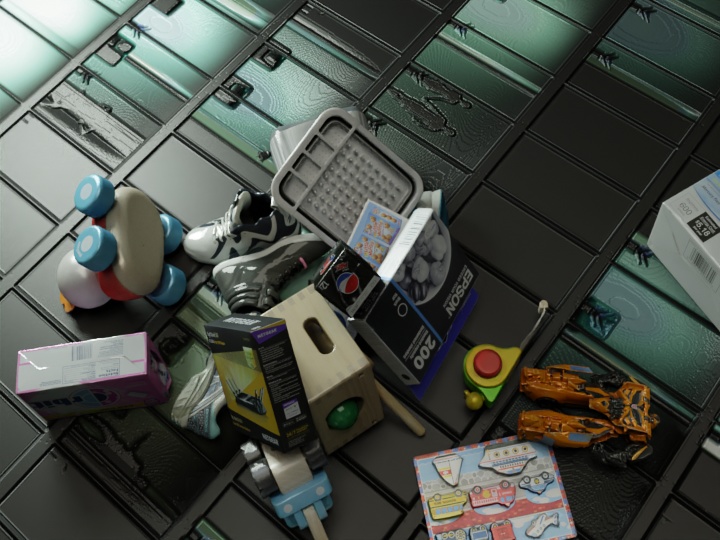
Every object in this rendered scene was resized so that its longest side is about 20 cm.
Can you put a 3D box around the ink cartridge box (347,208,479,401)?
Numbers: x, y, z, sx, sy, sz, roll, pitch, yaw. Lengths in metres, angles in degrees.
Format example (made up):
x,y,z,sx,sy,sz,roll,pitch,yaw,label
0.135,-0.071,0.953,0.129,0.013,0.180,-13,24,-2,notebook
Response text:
x,y,z,sx,sy,sz,roll,pitch,yaw,label
0.094,0.053,1.285,0.043,0.201,0.200,7,56,47,ink cartridge box

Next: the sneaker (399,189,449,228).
x,y,z,sx,sy,sz,roll,pitch,yaw,label
0.088,-0.041,1.388,0.079,0.077,0.202,-6,42,18,sneaker

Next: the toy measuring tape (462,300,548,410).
x,y,z,sx,sy,sz,roll,pitch,yaw,label
0.201,0.114,1.311,0.073,0.074,0.201,28,67,17,toy measuring tape

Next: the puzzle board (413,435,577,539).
x,y,z,sx,sy,sz,roll,pitch,yaw,label
0.182,0.309,1.238,0.196,0.017,0.153,-11,62,-2,puzzle board

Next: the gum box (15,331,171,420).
x,y,z,sx,sy,sz,roll,pitch,yaw,label
-0.379,0.154,1.303,0.195,0.114,0.067,-8,61,0,gum box

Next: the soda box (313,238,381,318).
x,y,z,sx,sy,sz,roll,pitch,yaw,label
-0.022,0.008,1.237,0.063,0.200,0.071,37,92,-5,soda box

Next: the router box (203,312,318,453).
x,y,z,sx,sy,sz,roll,pitch,yaw,label
-0.136,0.143,1.195,0.051,0.199,0.160,-18,97,-25,router box

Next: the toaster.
x,y,z,sx,sy,sz,roll,pitch,yaw,label
-0.062,-0.169,1.454,0.196,0.114,0.131,-16,64,-7,toaster

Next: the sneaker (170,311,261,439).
x,y,z,sx,sy,sz,roll,pitch,yaw,label
-0.189,0.156,1.323,0.085,0.078,0.202,32,75,6,sneaker

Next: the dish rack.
x,y,z,sx,sy,sz,roll,pitch,yaw,label
-0.021,-0.125,1.371,0.199,0.044,0.173,38,89,-12,dish rack

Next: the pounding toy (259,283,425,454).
x,y,z,sx,sy,sz,roll,pitch,yaw,label
-0.026,0.151,1.257,0.141,0.185,0.201,-30,55,-12,pounding toy

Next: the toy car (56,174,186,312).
x,y,z,sx,sy,sz,roll,pitch,yaw,label
-0.404,-0.017,1.393,0.197,0.184,0.180,-24,58,23,toy car

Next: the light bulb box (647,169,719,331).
x,y,z,sx,sy,sz,roll,pitch,yaw,label
0.572,-0.044,1.336,0.198,0.125,0.200,-29,63,-10,light bulb box

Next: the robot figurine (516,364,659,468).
x,y,z,sx,sy,sz,roll,pitch,yaw,label
0.320,0.196,1.260,0.195,0.059,0.147,5,57,7,robot figurine

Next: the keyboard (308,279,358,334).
x,y,z,sx,sy,sz,roll,pitch,yaw,label
0.016,0.046,1.387,0.195,0.040,0.107,5,85,5,keyboard

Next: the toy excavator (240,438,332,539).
x,y,z,sx,sy,sz,roll,pitch,yaw,label
-0.066,0.323,1.207,0.098,0.203,0.194,-26,20,-9,toy excavator

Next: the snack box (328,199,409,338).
x,y,z,sx,sy,sz,roll,pitch,yaw,label
0.000,0.000,1.351,0.071,0.024,0.203,25,92,0,snack box

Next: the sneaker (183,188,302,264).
x,y,z,sx,sy,sz,roll,pitch,yaw,label
-0.198,-0.076,1.395,0.195,0.130,0.081,-2,62,14,sneaker

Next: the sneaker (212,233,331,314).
x,y,z,sx,sy,sz,roll,pitch,yaw,label
-0.124,0.015,1.388,0.196,0.071,0.101,-19,64,0,sneaker
